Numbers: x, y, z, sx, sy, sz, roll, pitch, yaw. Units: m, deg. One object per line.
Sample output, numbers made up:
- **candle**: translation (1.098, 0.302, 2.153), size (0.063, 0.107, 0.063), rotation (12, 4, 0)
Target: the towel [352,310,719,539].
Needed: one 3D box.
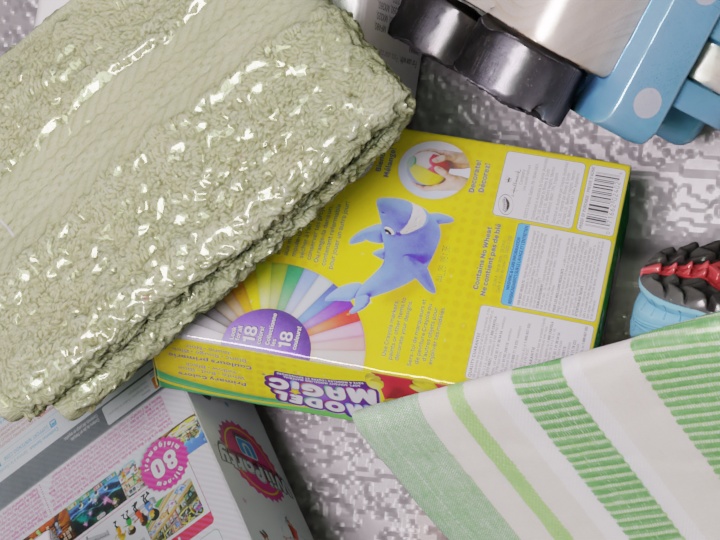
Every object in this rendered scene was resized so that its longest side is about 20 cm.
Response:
- **towel**: translation (0.119, 0.078, 1.135), size (0.199, 0.153, 0.023), rotation (-17, 38, 32)

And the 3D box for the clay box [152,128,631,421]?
- **clay box**: translation (0.000, 0.000, 1.194), size (0.199, 0.048, 0.115), rotation (10, 58, 9)

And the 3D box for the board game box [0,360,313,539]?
- **board game box**: translation (-0.104, 0.109, 1.225), size (0.147, 0.064, 0.201), rotation (-36, 55, 15)

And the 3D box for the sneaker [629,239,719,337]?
- **sneaker**: translation (0.197, 0.059, 1.167), size (0.199, 0.079, 0.096), rotation (20, 120, 14)

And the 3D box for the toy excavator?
- **toy excavator**: translation (0.139, -0.081, 1.172), size (0.100, 0.199, 0.194), rotation (-63, 28, 7)

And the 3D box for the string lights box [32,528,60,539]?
- **string lights box**: translation (-0.101, 0.197, 1.124), size (0.102, 0.200, 0.059), rotation (-30, 35, 10)

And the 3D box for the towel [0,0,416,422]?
- **towel**: translation (-0.086, -0.048, 1.160), size (0.200, 0.036, 0.149), rotation (-38, 63, 6)

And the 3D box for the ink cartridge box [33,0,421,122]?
- **ink cartridge box**: translation (-0.043, -0.168, 1.239), size (0.144, 0.084, 0.201), rotation (9, 90, 19)
